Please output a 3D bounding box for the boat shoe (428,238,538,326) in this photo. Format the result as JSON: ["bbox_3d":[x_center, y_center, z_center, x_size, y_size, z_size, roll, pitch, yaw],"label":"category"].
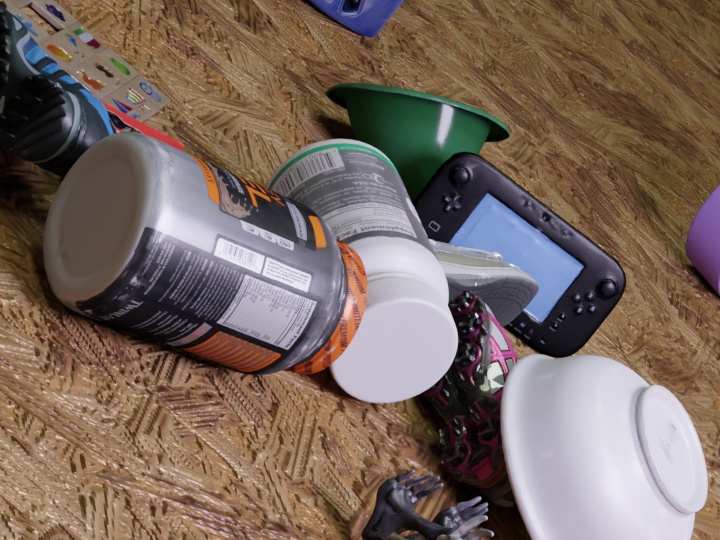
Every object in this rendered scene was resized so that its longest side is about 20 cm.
[{"bbox_3d":[0.071,0.006,1.800,0.202,0.074,0.065,6,43,-47],"label":"boat shoe"}]

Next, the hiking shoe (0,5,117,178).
[{"bbox_3d":[-0.227,-0.114,1.512,0.087,0.074,0.200,36,9,-42],"label":"hiking shoe"}]

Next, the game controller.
[{"bbox_3d":[0.132,-0.012,1.897,0.200,0.104,0.042,36,-3,-11],"label":"game controller"}]

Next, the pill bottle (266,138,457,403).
[{"bbox_3d":[0.000,0.000,1.624,0.113,0.113,0.200,27,25,-32],"label":"pill bottle"}]

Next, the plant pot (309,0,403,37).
[{"bbox_3d":[-0.035,-0.389,2.256,0.179,0.200,0.200,11,35,-43],"label":"plant pot"}]

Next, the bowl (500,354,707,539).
[{"bbox_3d":[0.191,0.143,1.594,0.201,0.090,0.202,39,40,-42],"label":"bowl"}]

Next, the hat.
[{"bbox_3d":[0.041,-0.061,1.963,0.165,0.177,0.200,18,-7,-40],"label":"hat"}]

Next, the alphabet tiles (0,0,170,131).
[{"bbox_3d":[-0.239,-0.163,1.688,0.167,0.008,0.200,41,21,-1],"label":"alphabet tiles"}]

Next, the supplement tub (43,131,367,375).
[{"bbox_3d":[-0.098,-0.004,1.443,0.200,0.123,0.123,23,26,-40],"label":"supplement tub"}]

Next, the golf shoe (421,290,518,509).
[{"bbox_3d":[0.096,0.102,1.657,0.092,0.073,0.200,37,29,-35],"label":"golf shoe"}]

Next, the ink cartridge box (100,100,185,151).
[{"bbox_3d":[-0.145,-0.075,1.598,0.161,0.050,0.200,28,26,-41],"label":"ink cartridge box"}]

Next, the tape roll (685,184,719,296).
[{"bbox_3d":[0.459,-0.055,2.426,0.200,0.200,0.066,13,34,-52],"label":"tape roll"}]

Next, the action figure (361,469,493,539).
[{"bbox_3d":[0.070,0.203,1.349,0.119,0.102,0.200,40,15,-36],"label":"action figure"}]
